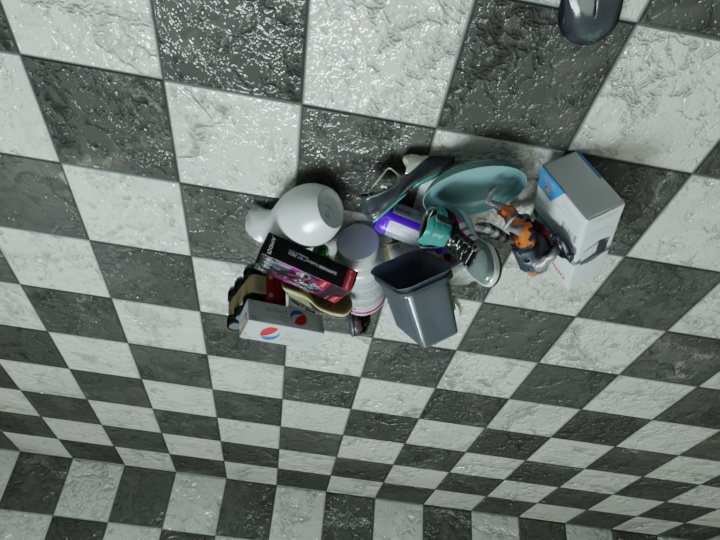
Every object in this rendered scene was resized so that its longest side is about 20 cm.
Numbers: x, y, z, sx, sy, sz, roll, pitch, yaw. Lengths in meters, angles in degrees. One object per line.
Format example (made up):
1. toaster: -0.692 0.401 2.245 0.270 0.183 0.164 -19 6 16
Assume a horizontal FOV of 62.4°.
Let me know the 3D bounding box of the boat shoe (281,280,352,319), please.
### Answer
1. boat shoe: -0.093 0.063 1.337 0.197 0.073 0.066 25 148 34

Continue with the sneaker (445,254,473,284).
1. sneaker: 0.204 0.015 1.342 0.098 0.077 0.198 30 137 -28

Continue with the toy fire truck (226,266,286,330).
1. toy fire truck: -0.223 0.101 1.497 0.195 0.132 0.176 13 145 -30

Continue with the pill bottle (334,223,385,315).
1. pill bottle: 0.000 0.000 1.320 0.109 0.116 0.203 2 144 5

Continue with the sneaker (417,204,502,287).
1. sneaker: 0.166 -0.052 1.074 0.117 0.202 0.085 7 125 -30

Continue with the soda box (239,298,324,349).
1. soda box: -0.187 0.130 1.413 0.195 0.065 0.069 14 132 -26

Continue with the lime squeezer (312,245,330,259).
1. lime squeezer: -0.084 -0.023 1.326 0.037 0.072 0.200 -24 169 -4

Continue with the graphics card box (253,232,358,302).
1. graphics card box: -0.114 -0.002 1.209 0.195 0.052 0.125 25 161 -12

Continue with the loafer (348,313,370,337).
1. loafer: 0.000 0.114 1.455 0.061 0.075 0.200 -7 -175 -2

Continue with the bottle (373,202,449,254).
1. bottle: 0.124 -0.081 1.199 0.194 0.084 0.067 20 113 -6

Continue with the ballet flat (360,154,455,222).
1. ballet flat: 0.082 -0.170 1.100 0.197 0.074 0.073 -34 135 5

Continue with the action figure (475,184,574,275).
1. action figure: 0.289 -0.065 1.105 0.105 0.200 0.193 -43 119 3

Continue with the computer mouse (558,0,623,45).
1. computer mouse: 0.311 -0.387 0.807 0.134 0.054 0.202 -7 142 16

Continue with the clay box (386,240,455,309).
1. clay box: 0.135 0.027 1.290 0.112 0.047 0.207 -11 98 23

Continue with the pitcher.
1. pitcher: -0.114 -0.088 1.217 0.196 0.124 0.171 -14 139 39

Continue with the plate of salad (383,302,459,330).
1. plate of salad: 0.155 0.119 1.515 0.193 0.049 0.203 5 144 3

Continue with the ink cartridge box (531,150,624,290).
1. ink cartridge box: 0.393 -0.090 1.103 0.082 0.147 0.203 -21 144 -8

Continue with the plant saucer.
1. plant saucer: 0.210 -0.155 1.111 0.193 0.028 0.201 -7 160 -3

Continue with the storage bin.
1. storage bin: 0.121 0.054 1.181 0.142 0.200 0.138 -22 107 -12
